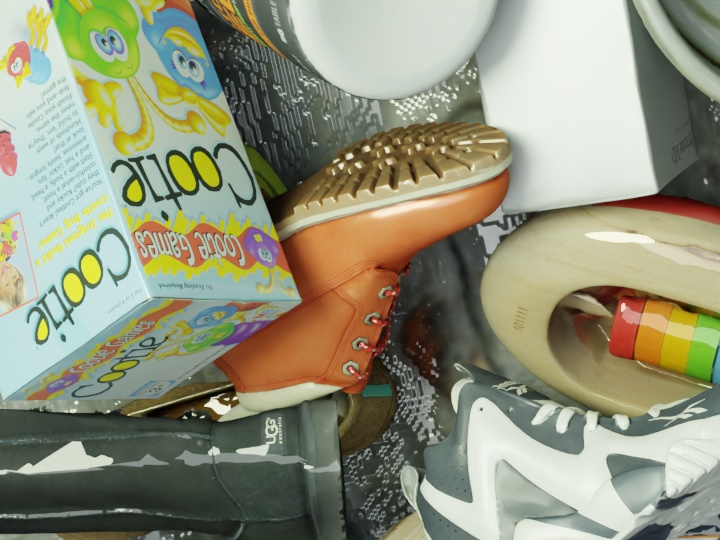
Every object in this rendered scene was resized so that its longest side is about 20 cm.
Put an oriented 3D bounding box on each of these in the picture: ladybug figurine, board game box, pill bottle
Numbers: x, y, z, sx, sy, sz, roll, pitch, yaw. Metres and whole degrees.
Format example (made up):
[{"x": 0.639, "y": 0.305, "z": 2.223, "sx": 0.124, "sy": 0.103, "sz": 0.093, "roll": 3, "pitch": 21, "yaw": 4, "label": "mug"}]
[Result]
[{"x": 0.159, "y": 0.019, "z": 1.413, "sx": 0.199, "sy": 0.072, "sz": 0.136, "roll": 19, "pitch": 138, "yaw": 7, "label": "ladybug figurine"}, {"x": -0.125, "y": -0.053, "z": 1.340, "sx": 0.105, "sy": 0.103, "sz": 0.201, "roll": -33, "pitch": 68, "yaw": 34, "label": "board game box"}, {"x": -0.023, "y": -0.152, "z": 1.361, "sx": 0.106, "sy": 0.200, "sz": 0.107, "roll": -8, "pitch": 110, "yaw": -23, "label": "pill bottle"}]

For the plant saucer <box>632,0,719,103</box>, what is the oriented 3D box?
[{"x": 0.195, "y": -0.167, "z": 1.372, "sx": 0.199, "sy": 0.050, "sz": 0.201, "roll": -1, "pitch": 92, "yaw": -26, "label": "plant saucer"}]

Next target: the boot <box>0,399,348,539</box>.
[{"x": -0.107, "y": 0.114, "z": 1.408, "sx": 0.199, "sy": 0.165, "sz": 0.066, "roll": -4, "pitch": 55, "yaw": 0, "label": "boot"}]

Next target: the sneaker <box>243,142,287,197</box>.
[{"x": -0.116, "y": -0.064, "z": 1.455, "sx": 0.105, "sy": 0.076, "sz": 0.200, "roll": -31, "pitch": 95, "yaw": 14, "label": "sneaker"}]

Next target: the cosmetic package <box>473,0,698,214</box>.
[{"x": 0.097, "y": -0.134, "z": 1.386, "sx": 0.081, "sy": 0.113, "sz": 0.201, "roll": -9, "pitch": 99, "yaw": 18, "label": "cosmetic package"}]

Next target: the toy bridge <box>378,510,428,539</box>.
[{"x": 0.038, "y": 0.150, "z": 1.423, "sx": 0.067, "sy": 0.200, "sz": 0.027, "roll": 51, "pitch": 141, "yaw": -3, "label": "toy bridge"}]

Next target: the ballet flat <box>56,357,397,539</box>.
[{"x": -0.079, "y": 0.088, "z": 1.475, "sx": 0.199, "sy": 0.072, "sz": 0.068, "roll": -16, "pitch": 83, "yaw": 13, "label": "ballet flat"}]

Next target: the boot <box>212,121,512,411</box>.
[{"x": 0.000, "y": 0.000, "z": 1.383, "sx": 0.200, "sy": 0.075, "sz": 0.107, "roll": -22, "pitch": 105, "yaw": 31, "label": "boot"}]

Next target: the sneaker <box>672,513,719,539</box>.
[{"x": 0.192, "y": 0.123, "z": 1.430, "sx": 0.199, "sy": 0.078, "sz": 0.080, "roll": -10, "pitch": 85, "yaw": -2, "label": "sneaker"}]

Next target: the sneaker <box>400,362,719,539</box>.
[{"x": 0.103, "y": 0.075, "z": 1.385, "sx": 0.199, "sy": 0.079, "sz": 0.130, "roll": -42, "pitch": 67, "yaw": 17, "label": "sneaker"}]
